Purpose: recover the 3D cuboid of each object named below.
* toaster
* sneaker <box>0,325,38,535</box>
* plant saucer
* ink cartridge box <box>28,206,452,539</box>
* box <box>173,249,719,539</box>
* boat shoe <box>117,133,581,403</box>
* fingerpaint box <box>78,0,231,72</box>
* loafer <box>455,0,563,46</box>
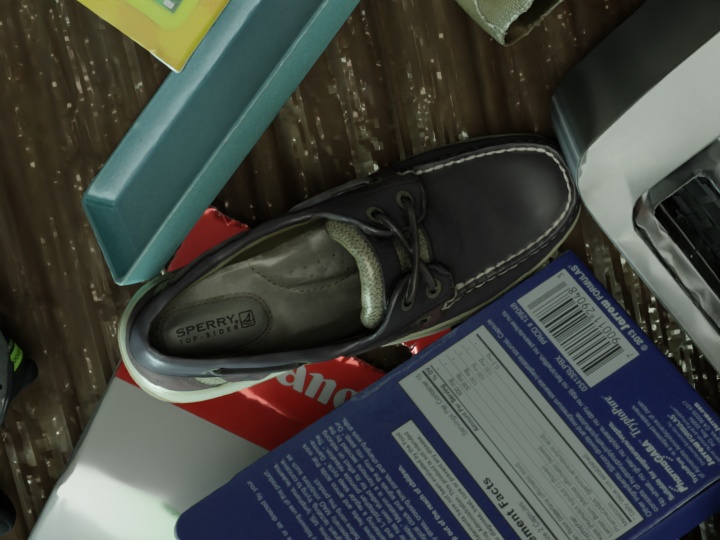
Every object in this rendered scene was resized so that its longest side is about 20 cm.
[{"bbox_3d":[0.185,-0.050,0.811,0.181,0.119,0.200,-37,103,12],"label":"toaster"},{"bbox_3d":[-0.177,0.025,0.880,0.082,0.071,0.200,-5,110,-11],"label":"sneaker"},{"bbox_3d":[-0.042,-0.085,0.836,0.019,0.070,0.200,28,108,-34],"label":"plant saucer"},{"bbox_3d":[-0.042,0.097,0.896,0.161,0.050,0.200,26,109,-7],"label":"ink cartridge box"},{"bbox_3d":[0.038,0.091,0.833,0.200,0.121,0.032,-32,149,-10],"label":"box"},{"bbox_3d":[0.000,0.000,0.842,0.200,0.065,0.072,-20,93,-7],"label":"boat shoe"},{"bbox_3d":[-0.099,-0.203,0.792,0.200,0.073,0.167,34,107,-10],"label":"fingerpaint box"},{"bbox_3d":[0.114,-0.145,0.789,0.200,0.076,0.068,-23,89,29],"label":"loafer"}]
